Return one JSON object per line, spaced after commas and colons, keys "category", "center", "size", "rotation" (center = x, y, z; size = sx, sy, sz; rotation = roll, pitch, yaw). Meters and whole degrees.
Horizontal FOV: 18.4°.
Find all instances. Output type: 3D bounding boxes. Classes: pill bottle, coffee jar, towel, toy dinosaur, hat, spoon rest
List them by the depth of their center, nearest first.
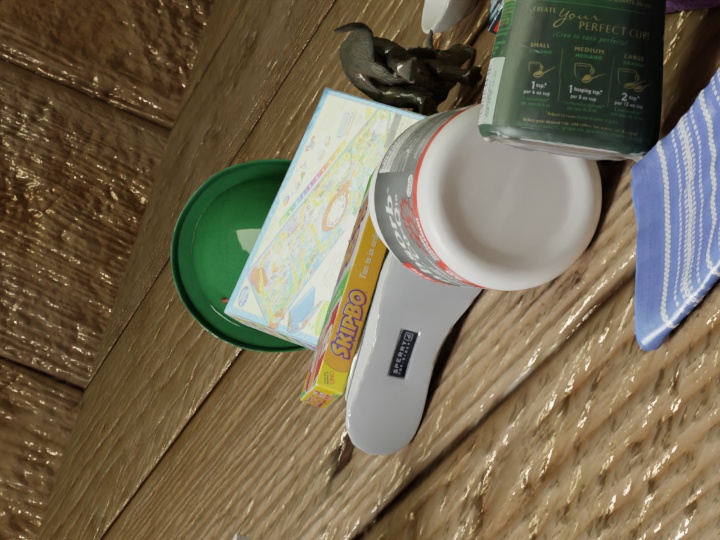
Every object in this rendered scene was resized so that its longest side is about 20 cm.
{"category": "towel", "center": [0.192, -0.067, 1.135], "size": [0.145, 0.024, 0.200], "rotation": [-81, 18, -46]}
{"category": "coffee jar", "center": [0.130, -0.165, 1.264], "size": [0.085, 0.104, 0.201], "rotation": [-60, -21, -88]}
{"category": "pill bottle", "center": [0.072, -0.046, 1.416], "size": [0.200, 0.116, 0.116], "rotation": [-177, 109, -79]}
{"category": "toy dinosaur", "center": [0.028, -0.156, 1.783], "size": [0.102, 0.200, 0.077], "rotation": [22, 102, 41]}
{"category": "hat", "center": [-0.064, -0.017, 1.800], "size": [0.176, 0.199, 0.166], "rotation": [63, -149, -86]}
{"category": "spoon rest", "center": [0.092, -0.299, 1.936], "size": [0.099, 0.060, 0.200], "rotation": [164, 128, -76]}

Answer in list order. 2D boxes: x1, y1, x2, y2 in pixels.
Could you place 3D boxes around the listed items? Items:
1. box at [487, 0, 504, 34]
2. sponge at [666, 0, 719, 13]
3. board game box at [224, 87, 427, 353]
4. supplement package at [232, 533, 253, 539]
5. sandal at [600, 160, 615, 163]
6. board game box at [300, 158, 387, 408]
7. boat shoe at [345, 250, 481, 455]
{"category": "box", "center": [0.148, -0.279, 1.691], "size": [0.200, 0.040, 0.137], "rotation": [-82, 19, -50]}
{"category": "sponge", "center": [0.210, -0.209, 1.300], "size": [0.200, 0.030, 0.112], "rotation": [-160, 92, -79]}
{"category": "board game box", "center": [-0.010, -0.034, 1.743], "size": [0.134, 0.034, 0.200], "rotation": [19, 81, 36]}
{"category": "supplement package", "center": [-0.074, 0.295, 1.452], "size": [0.110, 0.114, 0.200], "rotation": [-92, 26, -67]}
{"category": "sandal", "center": [0.137, -0.119, 1.403], "size": [0.055, 0.082, 0.200], "rotation": [-44, 7, 6]}
{"category": "board game box", "center": [0.000, 0.000, 1.647], "size": [0.096, 0.030, 0.200], "rotation": [130, 160, -77]}
{"category": "boat shoe", "center": [0.037, 0.029, 1.566], "size": [0.070, 0.071, 0.200], "rotation": [-117, 43, -72]}
